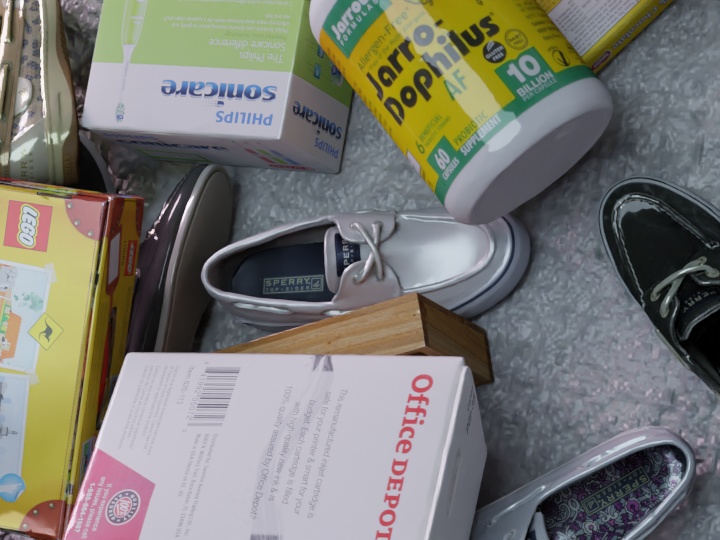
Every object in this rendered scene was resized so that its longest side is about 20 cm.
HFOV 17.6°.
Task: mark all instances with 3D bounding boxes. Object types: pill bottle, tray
[{"bbox_3d":[0.042,-0.135,1.316,0.113,0.113,0.200,-40,75,13],"label":"pill bottle"},{"bbox_3d":[-0.033,0.063,1.356,0.199,0.099,0.037,-17,69,22],"label":"tray"}]

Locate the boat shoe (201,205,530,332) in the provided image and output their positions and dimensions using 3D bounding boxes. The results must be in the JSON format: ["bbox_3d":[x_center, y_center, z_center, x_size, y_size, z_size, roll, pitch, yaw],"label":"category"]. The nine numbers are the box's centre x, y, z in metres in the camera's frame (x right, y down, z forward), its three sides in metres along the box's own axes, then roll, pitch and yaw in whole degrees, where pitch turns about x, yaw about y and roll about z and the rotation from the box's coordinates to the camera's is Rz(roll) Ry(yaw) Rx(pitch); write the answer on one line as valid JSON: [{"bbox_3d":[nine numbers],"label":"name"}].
[{"bbox_3d":[0.000,0.000,1.373,0.199,0.065,0.074,-14,72,24],"label":"boat shoe"}]

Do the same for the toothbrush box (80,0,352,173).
[{"bbox_3d":[-0.077,-0.170,1.441,0.145,0.086,0.201,5,79,27],"label":"toothbrush box"}]

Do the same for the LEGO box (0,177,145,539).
[{"bbox_3d":[-0.217,0.046,1.358,0.148,0.077,0.202,9,92,10],"label":"LEGO box"}]

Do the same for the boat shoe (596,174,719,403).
[{"bbox_3d":[0.194,0.019,1.271,0.071,0.064,0.200,-44,63,11],"label":"boat shoe"}]

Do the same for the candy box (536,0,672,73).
[{"bbox_3d":[0.113,-0.159,1.376,0.200,0.026,0.102,-43,65,11],"label":"candy box"}]

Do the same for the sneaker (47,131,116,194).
[{"bbox_3d":[-0.201,0.000,1.450,0.070,0.099,0.202,1,79,17],"label":"sneaker"}]

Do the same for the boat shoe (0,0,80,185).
[{"bbox_3d":[-0.219,-0.134,1.482,0.062,0.074,0.201,-7,45,-10],"label":"boat shoe"}]

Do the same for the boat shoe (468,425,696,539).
[{"bbox_3d":[0.098,0.151,1.256,0.199,0.069,0.072,-27,83,-3],"label":"boat shoe"}]

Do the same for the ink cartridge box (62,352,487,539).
[{"bbox_3d":[-0.042,0.123,1.243,0.199,0.083,0.147,0,46,17],"label":"ink cartridge box"}]

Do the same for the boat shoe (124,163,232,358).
[{"bbox_3d":[-0.130,0.029,1.432,0.057,0.067,0.201,11,87,24],"label":"boat shoe"}]
